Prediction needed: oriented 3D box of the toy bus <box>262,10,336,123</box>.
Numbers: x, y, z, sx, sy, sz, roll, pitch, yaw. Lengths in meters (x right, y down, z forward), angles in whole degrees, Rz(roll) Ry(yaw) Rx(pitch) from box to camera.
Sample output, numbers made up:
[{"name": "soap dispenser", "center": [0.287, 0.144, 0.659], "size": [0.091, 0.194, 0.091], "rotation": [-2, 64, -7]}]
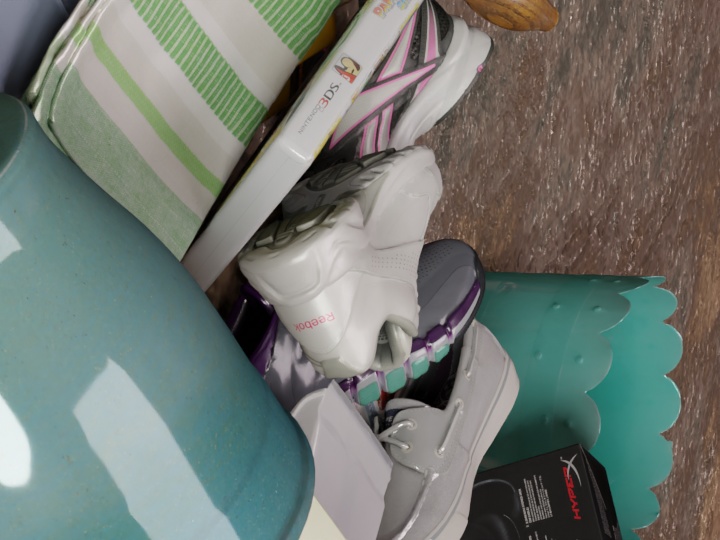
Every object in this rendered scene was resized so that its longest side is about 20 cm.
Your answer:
[{"name": "toy bus", "center": [-0.062, -0.165, 1.151], "size": [0.065, 0.078, 0.201], "rotation": [-37, 131, -40]}]

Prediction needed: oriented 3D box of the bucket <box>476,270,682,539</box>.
[{"name": "bucket", "center": [0.136, 0.095, 1.632], "size": [0.207, 0.134, 0.209], "rotation": [6, 90, -66]}]

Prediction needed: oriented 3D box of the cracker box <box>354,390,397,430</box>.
[{"name": "cracker box", "center": [-0.036, 0.123, 1.331], "size": [0.135, 0.057, 0.201], "rotation": [73, 33, -43]}]

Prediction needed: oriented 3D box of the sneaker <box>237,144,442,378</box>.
[{"name": "sneaker", "center": [0.000, 0.000, 1.214], "size": [0.100, 0.077, 0.200], "rotation": [68, 27, -13]}]

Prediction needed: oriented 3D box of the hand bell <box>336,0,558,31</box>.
[{"name": "hand bell", "center": [0.047, -0.171, 1.313], "size": [0.199, 0.104, 0.105], "rotation": [15, 82, -47]}]

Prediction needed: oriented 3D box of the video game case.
[{"name": "video game case", "center": [-0.025, -0.079, 1.166], "size": [0.183, 0.023, 0.200], "rotation": [-57, -174, -32]}]

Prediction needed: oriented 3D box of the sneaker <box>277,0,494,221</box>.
[{"name": "sneaker", "center": [-0.011, -0.083, 1.335], "size": [0.086, 0.080, 0.201], "rotation": [40, 63, -19]}]

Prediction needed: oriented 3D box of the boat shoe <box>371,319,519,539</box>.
[{"name": "boat shoe", "center": [0.035, 0.101, 1.343], "size": [0.069, 0.072, 0.200], "rotation": [56, 47, -27]}]

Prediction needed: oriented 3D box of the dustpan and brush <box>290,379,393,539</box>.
[{"name": "dustpan and brush", "center": [-0.045, 0.169, 1.207], "size": [0.140, 0.057, 0.202], "rotation": [58, 42, -61]}]

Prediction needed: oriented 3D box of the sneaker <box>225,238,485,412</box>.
[{"name": "sneaker", "center": [-0.016, 0.027, 1.255], "size": [0.200, 0.074, 0.088], "rotation": [-37, 128, -22]}]

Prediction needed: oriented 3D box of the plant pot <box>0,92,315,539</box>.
[{"name": "plant pot", "center": [-0.144, 0.043, 0.899], "size": [0.189, 0.199, 0.201], "rotation": [64, 37, -29]}]

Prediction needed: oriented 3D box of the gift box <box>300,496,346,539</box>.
[{"name": "gift box", "center": [-0.064, 0.189, 1.016], "size": [0.200, 0.184, 0.187], "rotation": [-47, 114, -30]}]

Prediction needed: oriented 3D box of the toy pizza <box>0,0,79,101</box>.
[{"name": "toy pizza", "center": [-0.137, -0.099, 1.065], "size": [0.200, 0.031, 0.202], "rotation": [5, 90, -68]}]

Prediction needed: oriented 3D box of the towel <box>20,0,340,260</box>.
[{"name": "towel", "center": [-0.069, -0.115, 1.071], "size": [0.201, 0.023, 0.153], "rotation": [-59, 146, -14]}]

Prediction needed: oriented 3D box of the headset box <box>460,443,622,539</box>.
[{"name": "headset box", "center": [0.063, 0.206, 1.402], "size": [0.075, 0.198, 0.150], "rotation": [41, 33, -65]}]
